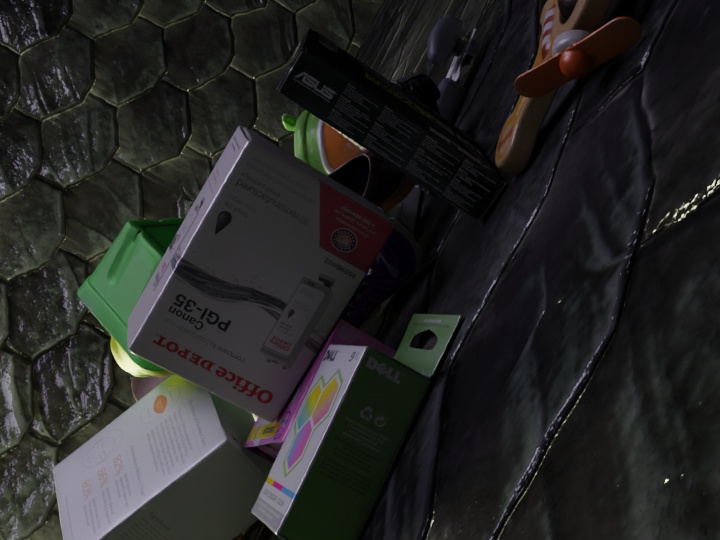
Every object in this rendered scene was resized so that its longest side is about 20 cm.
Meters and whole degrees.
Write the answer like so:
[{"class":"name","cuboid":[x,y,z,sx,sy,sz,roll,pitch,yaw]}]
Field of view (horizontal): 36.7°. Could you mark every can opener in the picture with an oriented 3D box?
[{"class":"can opener","cuboid":[0.084,-0.208,1.267,0.201,0.066,0.053,-65,9,-22]}]

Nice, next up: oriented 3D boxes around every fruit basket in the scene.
[{"class":"fruit basket","cuboid":[-0.175,0.049,1.070,0.215,0.155,0.217,-30,-37,-26]}]

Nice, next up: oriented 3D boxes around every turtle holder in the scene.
[{"class":"turtle holder","cuboid":[-0.009,-0.118,1.300,0.186,0.130,0.142,66,-159,-46]}]

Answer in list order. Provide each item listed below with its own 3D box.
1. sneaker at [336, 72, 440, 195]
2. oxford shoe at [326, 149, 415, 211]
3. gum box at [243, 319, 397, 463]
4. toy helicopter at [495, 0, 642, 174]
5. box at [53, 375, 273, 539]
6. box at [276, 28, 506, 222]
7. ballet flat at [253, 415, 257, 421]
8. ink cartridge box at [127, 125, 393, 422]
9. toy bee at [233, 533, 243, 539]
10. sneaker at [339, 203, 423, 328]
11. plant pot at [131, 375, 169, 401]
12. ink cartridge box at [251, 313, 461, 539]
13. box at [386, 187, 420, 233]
[{"class":"sneaker","cuboid":[0.027,-0.167,1.106,0.100,0.199,0.069,-55,39,2]},{"class":"oxford shoe","cuboid":[-0.034,-0.056,1.060,0.073,0.072,0.200,-4,-35,-51]},{"class":"gum box","cuboid":[-0.037,0.119,0.969,0.114,0.066,0.200,-64,9,-16]},{"class":"toy helicopter","cuboid":[0.147,-0.154,0.797,0.133,0.078,0.201,-91,19,-56]},{"class":"box","cuboid":[-0.199,0.217,1.111,0.199,0.107,0.153,-37,35,2]},{"class":"box","cuboid":[0.024,-0.133,0.945,0.048,0.199,0.193,-56,9,11]},{"class":"ballet flat","cuboid":[-0.098,0.156,1.231,0.069,0.063,0.200,-61,9,5]},{"class":"ink cartridge box","cuboid":[-0.086,0.005,0.911,0.201,0.146,0.083,-59,18,8]},{"class":"toy bee","cuboid":[-0.179,0.272,1.203,0.132,0.108,0.200,-64,10,-11]},{"class":"sneaker","cuboid":[-0.005,0.019,1.024,0.084,0.080,0.201,-48,-9,-39]},{"class":"plant pot","cuboid":[-0.164,0.098,1.376,0.201,0.186,0.187,-60,9,14]},{"class":"ink cartridge box","cuboid":[-0.006,0.110,0.817,0.202,0.059,0.104,-64,13,-10]},{"class":"box","cuboid":[0.000,0.000,1.213,0.201,0.041,0.156,-56,11,32]}]
